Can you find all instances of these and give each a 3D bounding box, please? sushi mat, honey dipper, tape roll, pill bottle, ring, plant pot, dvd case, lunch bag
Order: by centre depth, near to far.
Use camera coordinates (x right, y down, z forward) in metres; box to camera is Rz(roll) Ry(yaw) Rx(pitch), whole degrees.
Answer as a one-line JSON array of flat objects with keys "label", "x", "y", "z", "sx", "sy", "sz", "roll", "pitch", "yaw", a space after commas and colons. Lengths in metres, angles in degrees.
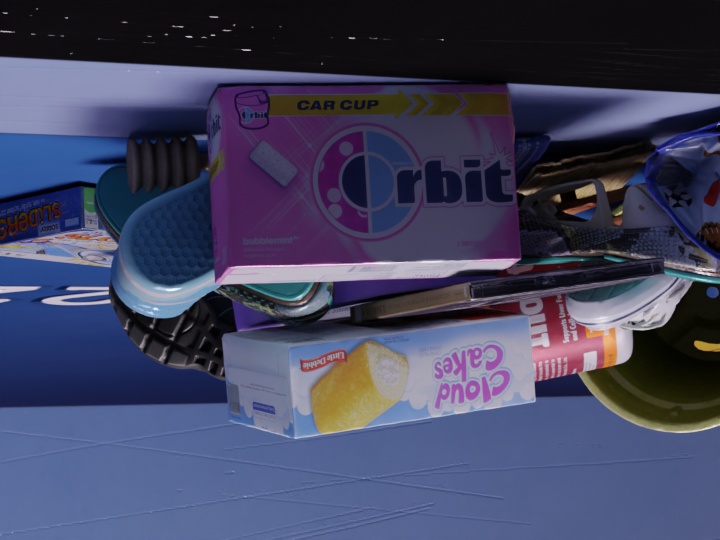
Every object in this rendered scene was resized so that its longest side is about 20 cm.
[{"label": "honey dipper", "x": -0.060, "y": -0.078, "z": 1.503, "sx": 0.198, "sy": 0.038, "sz": 0.038, "roll": -5, "pitch": 172, "yaw": -12}, {"label": "dvd case", "x": 0.097, "y": 0.014, "z": 1.514, "sx": 0.148, "sy": 0.016, "sz": 0.200, "roll": -7, "pitch": 177, "yaw": -23}, {"label": "lunch bag", "x": 0.320, "y": -0.046, "z": 1.543, "sx": 0.199, "sy": 0.125, "sz": 0.169, "roll": 21, "pitch": -170, "yaw": 41}, {"label": "tape roll", "x": 0.000, "y": 0.000, "z": 1.651, "sx": 0.198, "sy": 0.066, "sz": 0.200, "roll": -11, "pitch": 173, "yaw": -1}, {"label": "sushi mat", "x": 0.165, "y": -0.068, "z": 1.691, "sx": 0.095, "sy": 0.012, "sz": 0.200, "roll": -12, "pitch": 173, "yaw": -5}, {"label": "ring", "x": 0.217, "y": -0.058, "z": 1.728, "sx": 0.199, "sy": 0.019, "sz": 0.200, "roll": -11, "pitch": 174, "yaw": -1}, {"label": "pill bottle", "x": 0.114, "y": 0.039, "z": 1.788, "sx": 0.198, "sy": 0.114, "sz": 0.113, "roll": -12, "pitch": 172, "yaw": -2}, {"label": "plant pot", "x": 0.290, "y": 0.027, "z": 1.913, "sx": 0.199, "sy": 0.202, "sz": 0.184, "roll": -6, "pitch": -177, "yaw": 19}]

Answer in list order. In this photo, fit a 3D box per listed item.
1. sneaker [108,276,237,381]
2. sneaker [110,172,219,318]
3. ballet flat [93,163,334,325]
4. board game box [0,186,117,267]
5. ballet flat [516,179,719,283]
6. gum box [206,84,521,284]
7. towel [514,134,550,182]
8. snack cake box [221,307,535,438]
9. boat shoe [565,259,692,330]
[{"label": "sneaker", "x": -0.113, "y": 0.052, "z": 1.768, "sx": 0.199, "sy": 0.076, "sz": 0.079, "roll": 32, "pitch": -166, "yaw": 12}, {"label": "sneaker", "x": -0.083, "y": -0.032, "z": 1.477, "sx": 0.199, "sy": 0.080, "sz": 0.131, "roll": -20, "pitch": 174, "yaw": -22}, {"label": "ballet flat", "x": -0.102, "y": -0.013, "z": 1.555, "sx": 0.199, "sy": 0.075, "sz": 0.074, "roll": 29, "pitch": -173, "yaw": 25}, {"label": "board game box", "x": -0.198, "y": -0.032, "z": 1.754, "sx": 0.135, "sy": 0.035, "sz": 0.199, "roll": -10, "pitch": 170, "yaw": 38}, {"label": "ballet flat", "x": 0.183, "y": -0.031, "z": 1.595, "sx": 0.199, "sy": 0.073, "sz": 0.072, "roll": 6, "pitch": 179, "yaw": 36}, {"label": "gum box", "x": 0.006, "y": -0.055, "z": 1.393, "sx": 0.198, "sy": 0.115, "sz": 0.066, "roll": -1, "pitch": 171, "yaw": -13}, {"label": "towel", "x": 0.027, "y": -0.076, "z": 1.611, "sx": 0.198, "sy": 0.024, "sz": 0.145, "roll": -4, "pitch": 171, "yaw": -9}, {"label": "snack cake box", "x": 0.013, "y": 0.070, "z": 1.590, "sx": 0.198, "sy": 0.068, "sz": 0.115, "roll": -7, "pitch": -175, "yaw": -27}, {"label": "boat shoe", "x": 0.218, "y": 0.014, "z": 1.672, "sx": 0.073, "sy": 0.067, "sz": 0.200, "roll": 4, "pitch": -157, "yaw": 32}]
